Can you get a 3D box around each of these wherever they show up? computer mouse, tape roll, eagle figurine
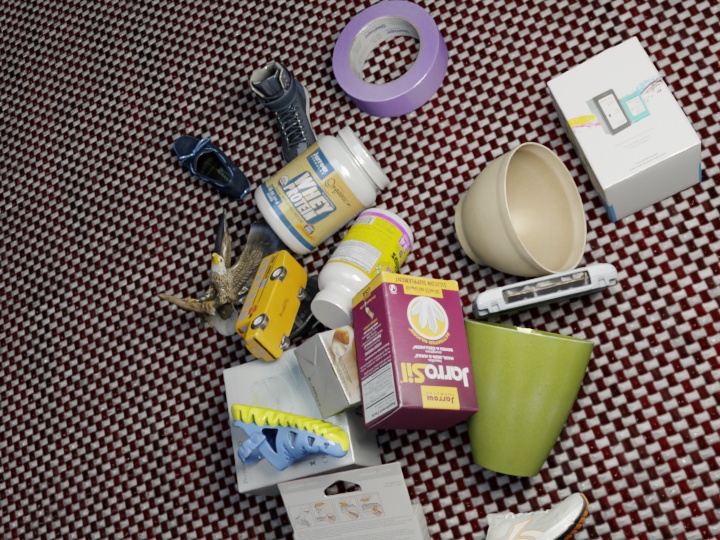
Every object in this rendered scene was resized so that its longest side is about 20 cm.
[{"bbox_3d":[-0.057,0.065,1.382,0.140,0.046,0.200,36,78,31],"label":"computer mouse"},{"bbox_3d":[0.053,-0.379,1.465,0.200,0.066,0.200,-6,71,19],"label":"tape roll"},{"bbox_3d":[-0.231,0.001,1.438,0.152,0.151,0.200,38,58,-8],"label":"eagle figurine"}]

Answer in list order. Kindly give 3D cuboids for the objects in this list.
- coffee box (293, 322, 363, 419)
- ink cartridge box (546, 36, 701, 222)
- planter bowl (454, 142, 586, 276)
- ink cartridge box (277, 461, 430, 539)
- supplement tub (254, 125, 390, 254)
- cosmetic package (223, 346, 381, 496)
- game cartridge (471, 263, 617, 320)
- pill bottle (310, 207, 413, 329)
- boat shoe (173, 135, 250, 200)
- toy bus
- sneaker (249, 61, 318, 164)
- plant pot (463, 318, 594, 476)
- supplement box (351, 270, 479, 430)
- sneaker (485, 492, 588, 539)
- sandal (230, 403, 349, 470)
[{"bbox_3d":[0.016,0.134,1.230,0.080,0.200,0.115,-38,72,47],"label":"coffee box"},{"bbox_3d":[0.395,-0.208,1.226,0.146,0.147,0.200,-26,65,13],"label":"ink cartridge box"},{"bbox_3d":[0.231,-0.079,1.243,0.135,0.200,0.201,-18,65,46],"label":"planter bowl"},{"bbox_3d":[-0.006,0.376,1.221,0.200,0.045,0.176,-14,96,17],"label":"ink cartridge box"},{"bbox_3d":[-0.064,-0.137,1.390,0.200,0.145,0.145,-37,64,8],"label":"supplement tub"},{"bbox_3d":[-0.095,0.235,1.299,0.200,0.123,0.200,-19,67,17],"label":"cosmetic package"},{"bbox_3d":[0.264,0.032,1.202,0.200,0.133,0.042,-13,86,2],"label":"game cartridge"},{"bbox_3d":[0.000,0.000,1.303,0.104,0.104,0.200,15,52,25],"label":"pill bottle"},{"bbox_3d":[-0.285,-0.210,1.545,0.200,0.069,0.084,30,86,27],"label":"boat shoe"},{"bbox_3d":[-0.145,0.058,1.327,0.078,0.065,0.200,-19,36,31],"label":"toy bus"},{"bbox_3d":[-0.136,-0.276,1.465,0.077,0.146,0.203,-18,69,14],"label":"sneaker"},{"bbox_3d":[0.224,0.184,1.170,0.187,0.187,0.200,9,90,24],"label":"plant pot"},{"bbox_3d":[0.072,0.115,1.150,0.103,0.131,0.200,-43,47,51],"label":"supplement box"},{"bbox_3d":[0.227,0.367,1.155,0.200,0.076,0.092,-40,59,5],"label":"sneaker"},{"bbox_3d":[-0.106,0.251,1.192,0.200,0.079,0.087,4,79,31],"label":"sandal"}]
